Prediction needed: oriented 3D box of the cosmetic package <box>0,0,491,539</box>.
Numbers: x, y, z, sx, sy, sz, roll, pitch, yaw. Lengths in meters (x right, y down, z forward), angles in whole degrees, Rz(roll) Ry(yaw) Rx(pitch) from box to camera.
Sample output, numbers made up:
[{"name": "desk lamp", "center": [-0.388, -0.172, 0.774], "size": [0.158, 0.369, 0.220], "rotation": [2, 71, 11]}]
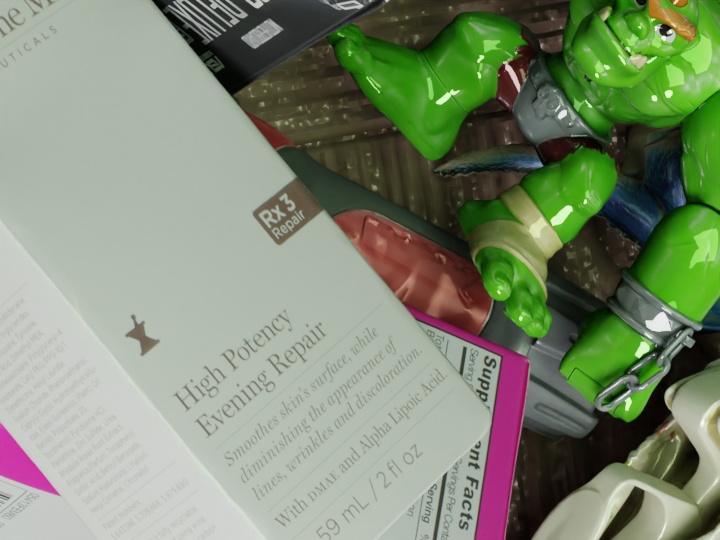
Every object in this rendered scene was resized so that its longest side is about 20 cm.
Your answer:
[{"name": "cosmetic package", "center": [-0.065, 0.006, 0.876], "size": [0.200, 0.074, 0.102], "rotation": [50, 50, -3]}]

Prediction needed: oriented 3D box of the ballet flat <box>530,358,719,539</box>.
[{"name": "ballet flat", "center": [0.111, 0.076, 0.989], "size": [0.200, 0.076, 0.064], "rotation": [-46, 131, -7]}]

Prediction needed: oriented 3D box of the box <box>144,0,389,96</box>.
[{"name": "box", "center": [-0.001, -0.137, 0.890], "size": [0.050, 0.200, 0.158], "rotation": [37, 73, -11]}]

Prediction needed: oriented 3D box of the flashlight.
[{"name": "flashlight", "center": [0.000, 0.000, 1.019], "size": [0.199, 0.068, 0.068], "rotation": [29, 83, -19]}]

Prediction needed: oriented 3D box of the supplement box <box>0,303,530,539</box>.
[{"name": "supplement box", "center": [-0.056, 0.053, 0.969], "size": [0.199, 0.101, 0.104], "rotation": [25, 57, -20]}]

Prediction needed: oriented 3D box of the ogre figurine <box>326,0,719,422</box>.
[{"name": "ogre figurine", "center": [0.071, -0.064, 0.996], "size": [0.120, 0.098, 0.200], "rotation": [-36, 65, 10]}]

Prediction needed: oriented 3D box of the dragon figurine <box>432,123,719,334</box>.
[{"name": "dragon figurine", "center": [0.129, -0.004, 1.071], "size": [0.199, 0.059, 0.100], "rotation": [-2, 94, -21]}]
